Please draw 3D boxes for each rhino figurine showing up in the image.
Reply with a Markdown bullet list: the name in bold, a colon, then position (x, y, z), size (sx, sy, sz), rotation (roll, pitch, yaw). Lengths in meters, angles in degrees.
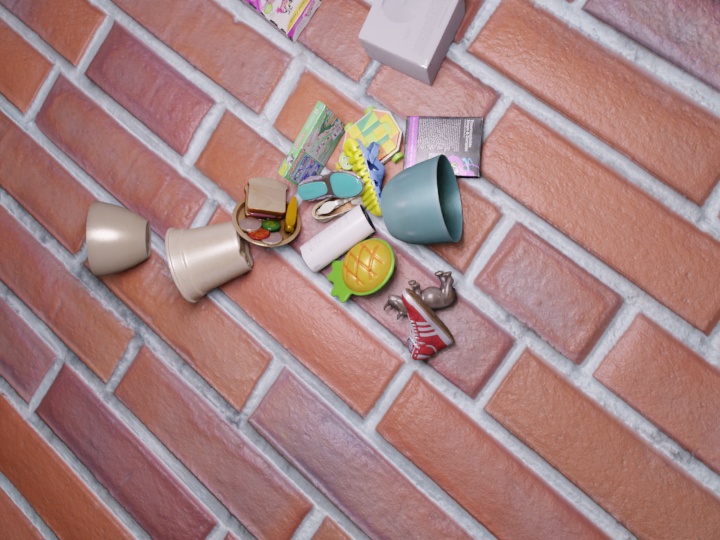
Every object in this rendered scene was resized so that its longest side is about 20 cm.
- **rhino figurine**: position (0.146, 0.070, 1.364), size (0.194, 0.060, 0.090), rotation (-19, 103, 14)

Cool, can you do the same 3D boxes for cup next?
- **cup**: position (-0.661, -0.088, 1.527), size (0.137, 0.200, 0.209), rotation (-1, 87, -11)

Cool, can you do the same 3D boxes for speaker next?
- **speaker**: position (-0.058, -0.082, 1.412), size (0.197, 0.081, 0.083), rotation (-34, 80, 11)

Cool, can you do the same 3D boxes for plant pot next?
- **plant pot**: position (-0.388, -0.039, 1.454), size (0.177, 0.201, 0.208), rotation (-16, 84, 1)
- **plant pot**: position (0.141, -0.156, 1.312), size (0.156, 0.199, 0.209), rotation (-9, 86, 25)

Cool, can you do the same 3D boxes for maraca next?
- **maraca**: position (0.000, 0.000, 1.384), size (0.196, 0.106, 0.141), rotation (-27, 59, 22)

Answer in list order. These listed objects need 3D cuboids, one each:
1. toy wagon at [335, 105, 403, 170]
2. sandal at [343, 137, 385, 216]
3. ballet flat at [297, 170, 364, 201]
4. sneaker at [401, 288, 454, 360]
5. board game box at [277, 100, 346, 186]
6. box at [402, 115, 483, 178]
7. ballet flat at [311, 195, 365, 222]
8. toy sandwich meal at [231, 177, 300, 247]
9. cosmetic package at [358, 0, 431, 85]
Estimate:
- **toy wagon**: position (0.015, -0.319, 1.425), size (0.197, 0.039, 0.158), rotation (-34, 80, 11)
- **sandal**: position (0.030, -0.238, 1.367), size (0.085, 0.079, 0.207), rotation (-23, 102, -25)
- **ballet flat**: position (-0.068, -0.220, 1.389), size (0.194, 0.071, 0.075), rotation (-2, 87, 29)
- **sneaker**: position (0.133, 0.138, 1.324), size (0.111, 0.072, 0.200), rotation (-36, 118, 14)
- **board game box**: position (-0.121, -0.312, 1.410), size (0.029, 0.134, 0.204), rotation (34, 95, 25)
- **box**: position (0.206, -0.308, 1.379), size (0.192, 0.036, 0.149), rotation (5, 90, 16)
- **ballet flat**: position (-0.038, -0.176, 1.421), size (0.195, 0.062, 0.069), rotation (-26, 86, 12)
- **toy sandwich meal**: position (-0.239, -0.152, 1.424), size (0.202, 0.205, 0.071), rotation (34, 139, 12)
- **cosmetic package**: position (0.131, -0.608, 1.364), size (0.196, 0.123, 0.204), rotation (28, 95, 15)
